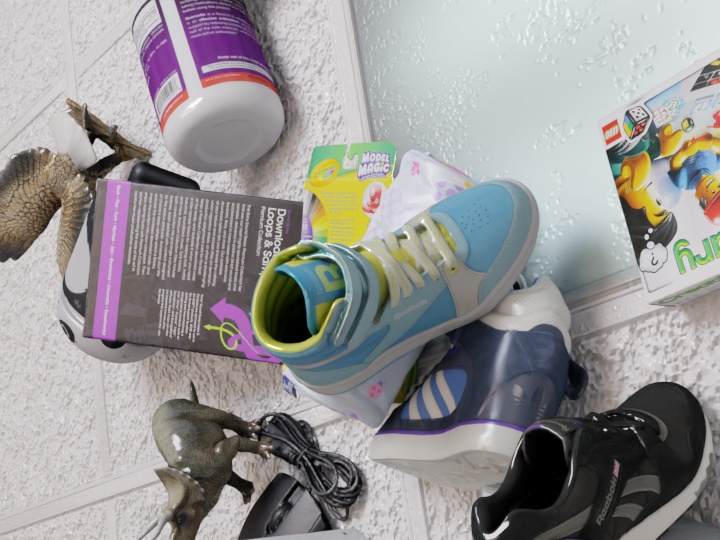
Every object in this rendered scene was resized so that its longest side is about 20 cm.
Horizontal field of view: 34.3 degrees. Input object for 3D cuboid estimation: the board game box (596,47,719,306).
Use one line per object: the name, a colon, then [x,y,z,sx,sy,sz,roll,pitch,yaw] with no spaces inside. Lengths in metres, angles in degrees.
board game box: [0.235,-0.072,0.670,0.200,0.034,0.127,-31,64,45]

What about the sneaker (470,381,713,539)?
sneaker: [0.134,0.109,0.652,0.075,0.200,0.088,0,122,44]

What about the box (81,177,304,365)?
box: [-0.141,0.001,1.029,0.198,0.036,0.144,8,93,11]

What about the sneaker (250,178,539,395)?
sneaker: [0.019,0.001,0.725,0.200,0.131,0.080,-39,66,7]

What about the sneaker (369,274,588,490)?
sneaker: [0.082,0.072,0.829,0.200,0.080,0.147,-28,43,64]

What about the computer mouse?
computer mouse: [-0.075,0.234,1.007,0.138,0.052,0.201,29,109,47]

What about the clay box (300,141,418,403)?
clay box: [0.000,0.000,0.939,0.115,0.047,0.202,5,90,50]

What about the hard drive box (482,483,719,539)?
hard drive box: [0.161,0.226,0.703,0.199,0.076,0.157,9,94,51]

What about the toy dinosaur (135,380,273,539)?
toy dinosaur: [-0.139,0.146,1.004,0.077,0.102,0.201,-58,32,31]

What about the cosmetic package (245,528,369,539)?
cosmetic package: [-0.063,0.318,0.870,0.123,0.198,0.201,23,105,48]

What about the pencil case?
pencil case: [0.022,0.014,0.841,0.201,0.083,0.091,-59,30,1]

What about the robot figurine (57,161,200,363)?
robot figurine: [-0.225,-0.004,1.150,0.125,0.150,0.201,36,116,19]

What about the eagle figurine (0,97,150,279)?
eagle figurine: [-0.318,-0.070,1.253,0.201,0.151,0.152,-55,28,-6]

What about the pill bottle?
pill bottle: [-0.148,-0.198,1.084,0.112,0.112,0.201,-44,54,39]
